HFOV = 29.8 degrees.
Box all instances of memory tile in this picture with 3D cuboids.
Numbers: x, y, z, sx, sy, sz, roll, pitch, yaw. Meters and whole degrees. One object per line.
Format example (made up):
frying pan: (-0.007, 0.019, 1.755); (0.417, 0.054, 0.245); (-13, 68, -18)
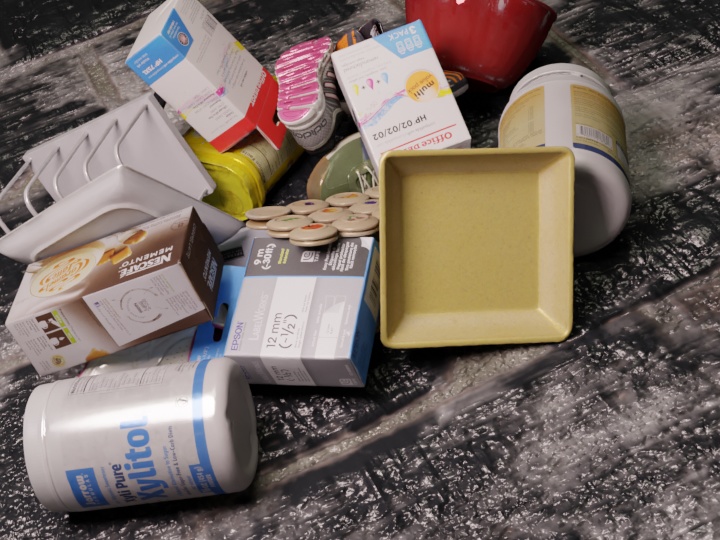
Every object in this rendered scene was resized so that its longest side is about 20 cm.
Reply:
memory tile: (-0.010, -0.062, 1.446); (0.200, 0.017, 0.153); (-13, 18, -28)

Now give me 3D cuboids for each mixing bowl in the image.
mixing bowl: (0.141, -0.290, 1.719); (0.200, 0.200, 0.109); (11, 88, 28)

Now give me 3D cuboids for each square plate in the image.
square plate: (-0.260, -0.031, 1.475); (0.200, 0.198, 0.029); (-27, 59, 27)

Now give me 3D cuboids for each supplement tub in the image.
supplement tub: (-0.209, 0.160, 1.313); (0.200, 0.132, 0.132); (-9, 39, 8)
supplement tub: (0.224, -0.125, 1.503); (0.144, 0.145, 0.200); (-5, 40, 12)

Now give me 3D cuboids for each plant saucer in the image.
plant saucer: (0.114, -0.026, 1.379); (0.199, 0.200, 0.048); (-2, 10, -8)

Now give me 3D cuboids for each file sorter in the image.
file sorter: (-0.299, -0.086, 1.572); (0.200, 0.139, 0.125); (-20, 28, 27)

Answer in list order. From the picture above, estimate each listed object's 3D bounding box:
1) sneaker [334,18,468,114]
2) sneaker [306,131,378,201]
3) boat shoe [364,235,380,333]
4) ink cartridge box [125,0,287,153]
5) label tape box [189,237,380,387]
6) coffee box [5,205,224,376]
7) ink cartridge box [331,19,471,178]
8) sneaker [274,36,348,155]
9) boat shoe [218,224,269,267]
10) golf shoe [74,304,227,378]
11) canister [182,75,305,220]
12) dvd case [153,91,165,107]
sneaker: (0.037, -0.255, 1.674); (0.200, 0.112, 0.078); (1, 22, 37)
sneaker: (0.035, -0.133, 1.631); (0.200, 0.067, 0.090); (-35, 38, -28)
boat shoe: (0.000, 0.000, 1.490); (0.074, 0.076, 0.200); (-8, 47, 1)
ink cartridge box: (-0.175, -0.226, 1.622); (0.067, 0.200, 0.116); (-30, 28, 30)
label tape box: (-0.083, 0.040, 1.387); (0.200, 0.066, 0.144); (1, 58, 17)
coffee box: (-0.251, 0.021, 1.403); (0.200, 0.080, 0.114); (-18, 32, 14)
ink cartridge box: (0.056, -0.175, 1.576); (0.115, 0.068, 0.200); (-22, 77, -1)
sneaker: (-0.057, -0.211, 1.657); (0.074, 0.088, 0.200); (-17, 37, 14)
boat shoe: (-0.159, -0.019, 1.572); (0.200, 0.069, 0.057); (-8, 4, 20)
golf shoe: (-0.220, 0.094, 1.445); (0.091, 0.075, 0.200); (39, 71, 21)
canister: (-0.146, -0.162, 1.712); (0.148, 0.087, 0.200); (13, 45, 28)
dvd case: (-0.269, -0.161, 1.682); (0.018, 0.200, 0.143); (23, 41, -9)
